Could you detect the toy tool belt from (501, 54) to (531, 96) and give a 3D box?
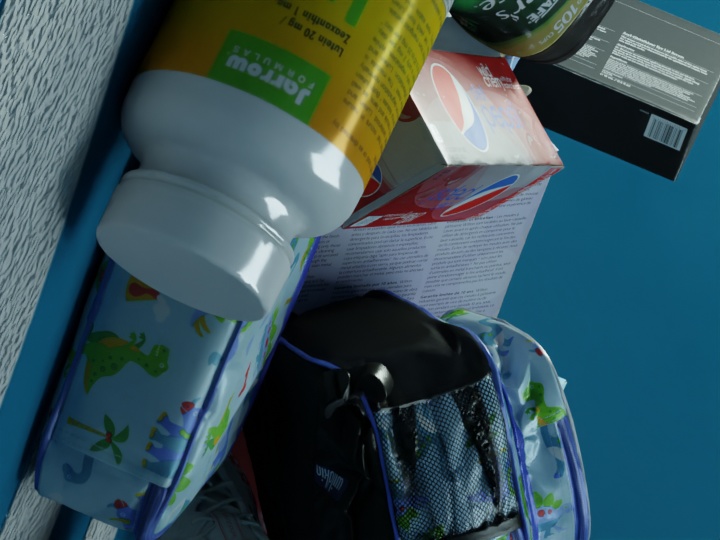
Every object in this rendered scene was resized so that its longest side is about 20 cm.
[{"bbox_3d":[0.068,-0.120,1.883,0.125,0.123,0.200,-51,163,-67],"label":"toy tool belt"}]

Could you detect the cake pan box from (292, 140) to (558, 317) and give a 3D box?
[{"bbox_3d":[0.000,0.000,1.557,0.200,0.052,0.184,-7,134,-30],"label":"cake pan box"}]

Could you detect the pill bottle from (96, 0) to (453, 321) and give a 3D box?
[{"bbox_3d":[-0.036,-0.084,1.225,0.111,0.111,0.200,93,21,-71],"label":"pill bottle"}]

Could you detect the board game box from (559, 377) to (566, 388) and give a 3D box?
[{"bbox_3d":[0.023,0.086,1.888,0.105,0.200,0.103,-26,138,-79],"label":"board game box"}]

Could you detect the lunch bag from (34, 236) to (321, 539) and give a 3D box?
[{"bbox_3d":[-0.081,0.020,1.370,0.161,0.082,0.200,-55,168,-73],"label":"lunch bag"}]

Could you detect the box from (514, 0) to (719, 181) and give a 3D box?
[{"bbox_3d":[0.221,-0.181,2.540,0.141,0.200,0.079,-59,169,-45],"label":"box"}]

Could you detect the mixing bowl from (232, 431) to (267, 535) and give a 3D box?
[{"bbox_3d":[-0.051,0.116,1.756,0.200,0.108,0.200,-59,167,-23],"label":"mixing bowl"}]

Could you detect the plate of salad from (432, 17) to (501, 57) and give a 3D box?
[{"bbox_3d":[0.018,-0.062,1.703,0.200,0.048,0.200,-30,-131,42],"label":"plate of salad"}]

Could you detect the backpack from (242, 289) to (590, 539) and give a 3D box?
[{"bbox_3d":[0.033,0.119,1.476,0.183,0.147,0.200,-159,-122,-66],"label":"backpack"}]

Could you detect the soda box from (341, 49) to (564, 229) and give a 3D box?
[{"bbox_3d":[0.034,-0.066,1.393,0.063,0.070,0.200,-31,171,18],"label":"soda box"}]

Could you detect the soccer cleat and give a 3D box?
[{"bbox_3d":[-0.075,0.145,1.477,0.085,0.069,0.200,109,-36,-59],"label":"soccer cleat"}]

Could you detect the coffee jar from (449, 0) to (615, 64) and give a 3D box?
[{"bbox_3d":[0.058,-0.174,1.423,0.200,0.085,0.104,19,107,-54],"label":"coffee jar"}]
